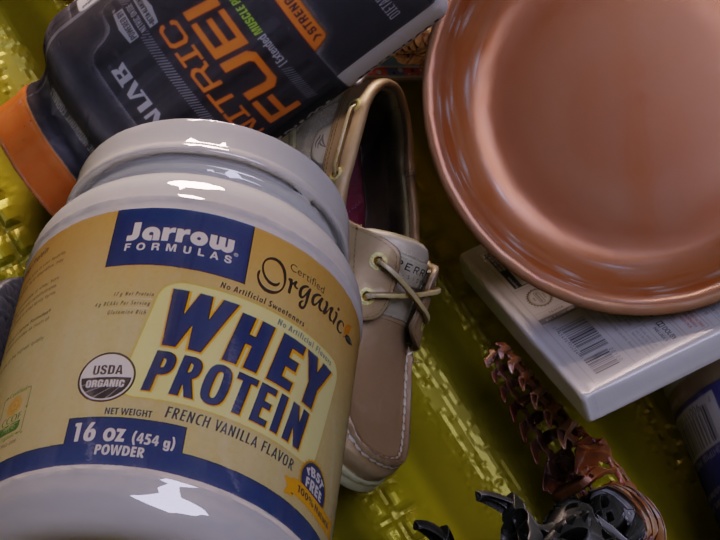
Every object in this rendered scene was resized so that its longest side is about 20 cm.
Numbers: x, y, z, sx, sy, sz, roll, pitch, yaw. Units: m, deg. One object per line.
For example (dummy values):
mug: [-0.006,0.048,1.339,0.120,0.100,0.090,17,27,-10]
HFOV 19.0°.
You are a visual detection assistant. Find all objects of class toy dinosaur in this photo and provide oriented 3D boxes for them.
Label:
toy dinosaur: [0.096,0.136,0.975,0.135,0.102,0.200,-8,50,-42]

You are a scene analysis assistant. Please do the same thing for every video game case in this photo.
video game case: [0.162,-0.011,1.013,0.199,0.018,0.143,-25,33,-9]

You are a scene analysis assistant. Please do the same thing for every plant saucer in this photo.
plant saucer: [0.128,-0.080,0.976,0.198,0.037,0.202,0,87,8]

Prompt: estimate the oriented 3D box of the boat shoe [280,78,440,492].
boat shoe: [0.000,0.000,0.989,0.074,0.066,0.201,21,53,-49]

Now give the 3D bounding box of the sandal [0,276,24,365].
sandal: [-0.172,0.069,0.890,0.076,0.043,0.200,62,34,-21]

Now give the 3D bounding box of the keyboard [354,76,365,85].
keyboard: [-0.081,-0.142,1.035,0.199,0.011,0.057,20,66,10]

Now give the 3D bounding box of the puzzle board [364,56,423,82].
puzzle board: [-0.047,-0.165,1.093,0.199,0.017,0.152,-1,66,-22]

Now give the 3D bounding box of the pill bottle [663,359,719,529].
pill bottle: [0.230,0.119,1.001,0.119,0.120,0.201,-12,71,-25]

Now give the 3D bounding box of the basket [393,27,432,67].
basket: [0.077,-0.206,1.072,0.148,0.143,0.201,9,62,-34]

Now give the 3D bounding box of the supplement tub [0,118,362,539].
supplement tub: [-0.075,0.052,0.866,0.143,0.145,0.201,18,51,-12]

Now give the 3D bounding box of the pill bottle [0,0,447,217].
pill bottle: [-0.068,-0.100,0.961,0.200,0.106,0.107,-36,79,8]
